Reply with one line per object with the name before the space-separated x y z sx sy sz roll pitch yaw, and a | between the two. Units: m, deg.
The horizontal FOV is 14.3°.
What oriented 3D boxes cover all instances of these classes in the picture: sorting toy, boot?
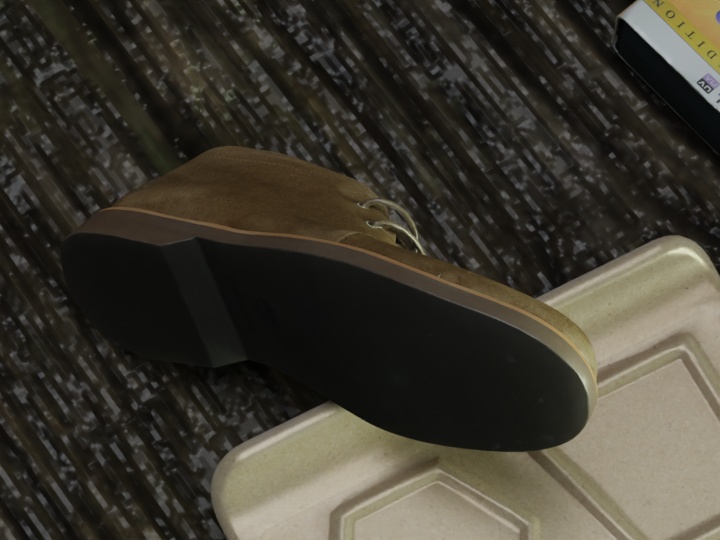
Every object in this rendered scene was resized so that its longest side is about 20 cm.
sorting toy | 0.075 0.111 0.915 0.185 0.036 0.200 -26 73 -10
boot | 0.000 0.000 0.912 0.200 0.074 0.075 16 45 36

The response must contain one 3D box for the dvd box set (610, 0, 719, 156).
dvd box set | 0.208 -0.093 0.998 0.200 0.029 0.146 -38 71 -14
